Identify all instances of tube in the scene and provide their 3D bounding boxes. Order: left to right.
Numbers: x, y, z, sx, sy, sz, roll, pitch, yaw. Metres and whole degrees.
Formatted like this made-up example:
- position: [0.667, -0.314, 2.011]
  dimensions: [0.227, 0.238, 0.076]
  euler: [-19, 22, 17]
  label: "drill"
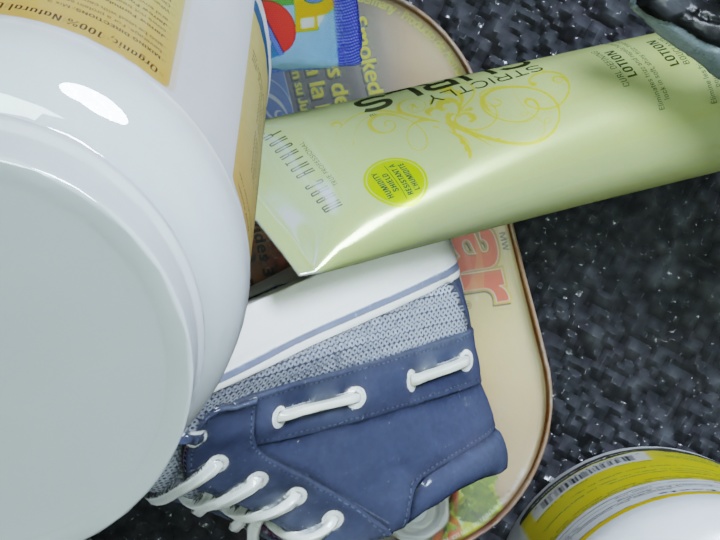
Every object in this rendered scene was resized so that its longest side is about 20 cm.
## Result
- position: [0.049, -0.041, 0.955]
  dimensions: [0.199, 0.058, 0.052]
  euler: [-14, 91, -26]
  label: "tube"

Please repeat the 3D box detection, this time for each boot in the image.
- position: [-0.038, 0.057, 0.920]
  dimensions: [0.199, 0.073, 0.091]
  euler: [-23, 97, -30]
  label: "boot"

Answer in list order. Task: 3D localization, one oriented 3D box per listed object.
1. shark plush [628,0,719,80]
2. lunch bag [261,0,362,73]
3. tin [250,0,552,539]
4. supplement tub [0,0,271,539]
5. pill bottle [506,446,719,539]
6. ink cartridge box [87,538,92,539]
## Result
- position: [0.162, -0.023, 0.961]
  dimensions: [0.083, 0.091, 0.200]
  euler: [-37, 133, 23]
  label: "shark plush"
- position: [-0.080, -0.143, 0.909]
  dimensions: [0.149, 0.094, 0.201]
  euler: [-5, 106, 0]
  label: "lunch bag"
- position: [0.000, 0.000, 1.004]
  dimensions: [0.111, 0.042, 0.201]
  euler: [-13, 93, 3]
  label: "tin"
- position: [-0.100, -0.025, 0.816]
  dimensions: [0.144, 0.200, 0.146]
  euler: [1, 119, 1]
  label: "supplement tub"
- position: [0.104, 0.122, 0.932]
  dimensions: [0.112, 0.200, 0.113]
  euler: [0, 94, -2]
  label: "pill bottle"
- position: [-0.122, 0.125, 0.950]
  dimensions: [0.083, 0.146, 0.200]
  euler: [-45, 94, 3]
  label: "ink cartridge box"
